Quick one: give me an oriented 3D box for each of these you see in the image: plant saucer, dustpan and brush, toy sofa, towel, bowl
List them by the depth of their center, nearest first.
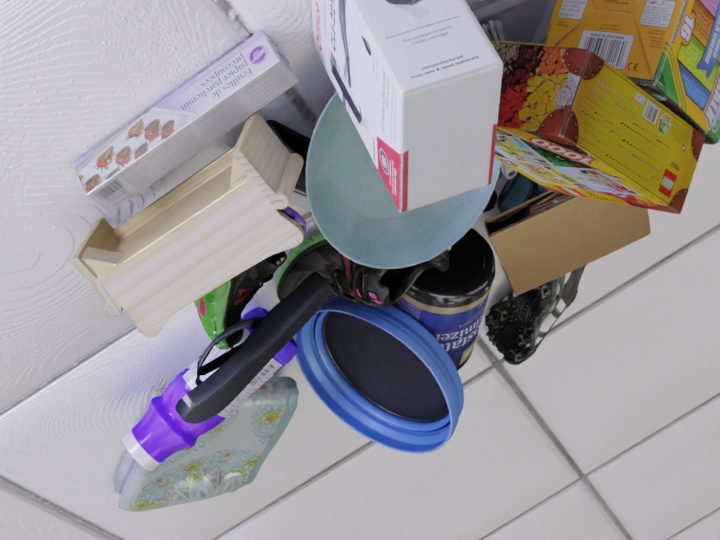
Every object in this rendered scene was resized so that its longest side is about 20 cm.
[{"bbox_3d":[-0.138,-0.036,1.232,0.200,0.083,0.098,-32,110,22],"label":"toy sofa"},{"bbox_3d":[0.033,-0.102,1.288,0.201,0.039,0.202,-11,115,-26],"label":"plant saucer"},{"bbox_3d":[0.129,-0.163,1.345,0.139,0.057,0.200,-23,147,-9],"label":"dustpan and brush"},{"bbox_3d":[0.021,0.108,1.533,0.039,0.200,0.201,-49,161,-35],"label":"bowl"},{"bbox_3d":[-0.175,0.194,1.622,0.171,0.048,0.200,-6,141,-33],"label":"towel"}]

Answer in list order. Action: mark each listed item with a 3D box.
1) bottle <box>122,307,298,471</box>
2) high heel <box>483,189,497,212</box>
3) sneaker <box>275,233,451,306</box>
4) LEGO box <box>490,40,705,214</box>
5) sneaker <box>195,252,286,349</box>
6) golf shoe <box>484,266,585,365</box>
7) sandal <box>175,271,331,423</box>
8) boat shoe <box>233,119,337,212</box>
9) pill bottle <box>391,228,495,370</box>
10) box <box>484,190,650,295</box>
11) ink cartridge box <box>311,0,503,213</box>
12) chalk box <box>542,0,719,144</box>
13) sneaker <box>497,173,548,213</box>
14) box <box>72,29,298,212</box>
[{"bbox_3d":[-0.156,0.123,1.486,0.200,0.065,0.084,-42,170,1],"label":"bottle"},{"bbox_3d":[0.090,-0.110,1.406,0.200,0.067,0.096,1,103,-63],"label":"high heel"},{"bbox_3d":[0.000,0.000,1.431,0.200,0.084,0.077,-23,153,25],"label":"sneaker"},{"bbox_3d":[0.181,-0.125,1.254,0.200,0.149,0.077,24,83,-45],"label":"LEGO box"},{"bbox_3d":[-0.112,0.005,1.366,0.084,0.077,0.200,-12,146,-20],"label":"sneaker"},{"bbox_3d":[0.211,0.040,1.681,0.094,0.078,0.200,-27,160,-28],"label":"golf shoe"},{"bbox_3d":[-0.106,0.071,1.354,0.200,0.043,0.076,-44,168,-32],"label":"sandal"},{"bbox_3d":[-0.028,-0.093,1.322,0.200,0.070,0.066,19,127,-41],"label":"boat shoe"},{"bbox_3d":[0.074,0.046,1.548,0.112,0.112,0.200,-16,146,-19],"label":"pill bottle"},{"bbox_3d":[0.215,-0.043,1.473,0.163,0.021,0.200,-25,159,5],"label":"box"},{"bbox_3d":[0.030,-0.171,1.129,0.084,0.200,0.144,-17,146,-11],"label":"ink cartridge box"},{"bbox_3d":[0.270,-0.197,1.309,0.200,0.125,0.124,25,82,-54],"label":"chalk box"},{"bbox_3d":[0.192,-0.135,1.439,0.095,0.079,0.200,23,115,-38],"label":"sneaker"},{"bbox_3d":[-0.147,-0.123,1.207,0.200,0.039,0.041,-34,149,8],"label":"box"}]
